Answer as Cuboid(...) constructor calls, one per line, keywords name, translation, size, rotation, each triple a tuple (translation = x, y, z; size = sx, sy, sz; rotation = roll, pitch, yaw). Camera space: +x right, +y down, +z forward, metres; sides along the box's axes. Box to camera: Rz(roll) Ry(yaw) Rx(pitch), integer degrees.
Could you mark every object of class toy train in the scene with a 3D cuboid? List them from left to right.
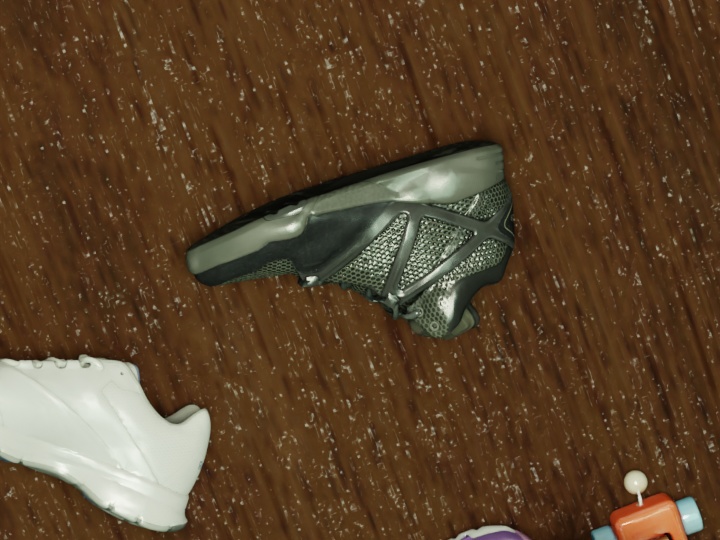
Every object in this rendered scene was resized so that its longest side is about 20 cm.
Cuboid(name="toy train", translation=(0.252, 0.183, 1.760), size=(0.199, 0.056, 0.151), rotation=(-15, 104, -4))

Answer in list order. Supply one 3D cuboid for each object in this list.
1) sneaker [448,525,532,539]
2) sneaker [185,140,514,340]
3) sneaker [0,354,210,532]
Cuboid(name="sneaker", translation=(0.041, 0.244, 1.729), size=(0.200, 0.088, 0.081), rotation=(-44, 102, 2))
Cuboid(name="sneaker", translation=(0.000, 0.000, 1.677), size=(0.198, 0.076, 0.115), rotation=(-15, 97, -10))
Cuboid(name="sneaker", translation=(-0.181, 0.083, 1.683), size=(0.199, 0.074, 0.087), rotation=(27, 85, -19))
